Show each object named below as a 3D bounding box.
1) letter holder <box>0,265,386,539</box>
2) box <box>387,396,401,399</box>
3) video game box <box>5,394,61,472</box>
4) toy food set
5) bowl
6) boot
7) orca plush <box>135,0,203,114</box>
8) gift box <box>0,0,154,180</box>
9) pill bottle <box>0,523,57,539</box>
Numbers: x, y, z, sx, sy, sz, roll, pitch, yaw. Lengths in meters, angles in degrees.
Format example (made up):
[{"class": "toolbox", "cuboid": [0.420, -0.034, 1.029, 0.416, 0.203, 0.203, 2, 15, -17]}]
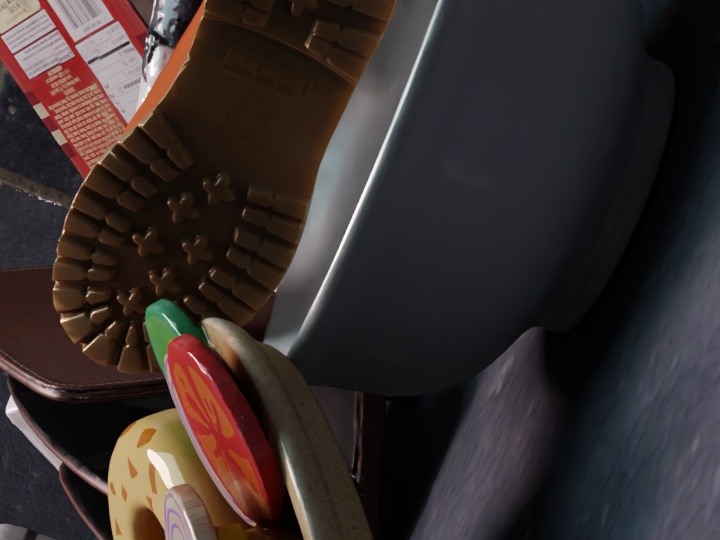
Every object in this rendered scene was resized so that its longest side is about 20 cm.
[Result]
[{"class": "letter holder", "cuboid": [-0.093, 0.065, 0.882, 0.200, 0.142, 0.101, -152, 62, -64]}, {"class": "box", "cuboid": [0.000, 0.000, 1.019, 0.200, 0.060, 0.117, 160, 131, -80]}, {"class": "video game box", "cuboid": [-0.118, 0.073, 1.269, 0.047, 0.182, 0.200, -19, 34, 25]}, {"class": "toy food set", "cuboid": [-0.032, 0.106, 0.632, 0.198, 0.048, 0.201, 101, 153, -56]}, {"class": "bowl", "cuboid": [0.042, -0.040, 0.692, 0.201, 0.090, 0.202, -159, 90, -82]}, {"class": "boot", "cuboid": [-0.039, -0.057, 0.745, 0.200, 0.075, 0.107, -58, 7, 19]}, {"class": "orca plush", "cuboid": [-0.047, -0.071, 0.822, 0.105, 0.071, 0.201, -52, -29, -89]}, {"class": "gift box", "cuboid": [-0.066, -0.148, 1.054, 0.187, 0.200, 0.184, -39, 16, -29]}, {"class": "pill bottle", "cuboid": [-0.145, 0.186, 0.999, 0.111, 0.199, 0.111, -159, 90, -84]}]
